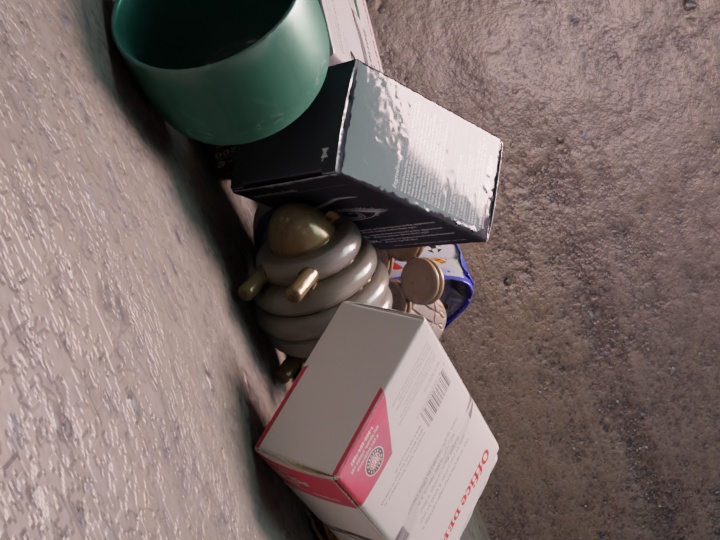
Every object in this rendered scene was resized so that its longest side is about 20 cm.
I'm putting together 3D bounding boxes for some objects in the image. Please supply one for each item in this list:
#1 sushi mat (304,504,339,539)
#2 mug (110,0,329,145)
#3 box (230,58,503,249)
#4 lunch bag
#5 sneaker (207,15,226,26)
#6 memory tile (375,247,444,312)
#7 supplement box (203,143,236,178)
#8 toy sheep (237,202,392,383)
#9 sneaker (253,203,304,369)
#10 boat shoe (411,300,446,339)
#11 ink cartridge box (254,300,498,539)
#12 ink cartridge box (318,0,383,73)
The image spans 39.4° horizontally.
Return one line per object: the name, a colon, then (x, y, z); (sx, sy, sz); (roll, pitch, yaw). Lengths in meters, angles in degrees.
sushi mat: (-0.020, 0.223, 0.921); (0.200, 0.012, 0.096); (-45, 116, -84)
mug: (-0.089, -0.184, 0.788); (0.152, 0.185, 0.114); (45, -12, 33)
box: (0.008, -0.096, 0.917); (0.200, 0.148, 0.104); (21, 74, -42)
lunch bag: (0.043, 0.020, 1.323); (0.170, 0.200, 0.124); (-103, 171, -61)
sneaker: (-0.140, -0.230, 0.871); (0.089, 0.074, 0.200); (-26, -96, 67)
memory tile: (0.000, 0.000, 1.091); (0.017, 0.200, 0.153); (-6, 68, -47)
supplement box: (-0.138, -0.192, 0.984); (0.109, 0.061, 0.200); (-32, 102, -83)
toy sheep: (-0.034, 0.027, 0.901); (0.138, 0.138, 0.200); (-101, 176, -59)
sneaker: (-0.043, 0.034, 1.002); (0.146, 0.081, 0.200); (-113, -174, -46)
boat shoe: (0.024, 0.105, 1.140); (0.073, 0.200, 0.075); (-5, -53, 50)
ink cartridge box: (0.022, 0.144, 0.808); (0.147, 0.083, 0.200); (-59, 140, -26)
ink cartridge box: (-0.047, -0.239, 0.993); (0.200, 0.084, 0.146); (12, 64, -73)
